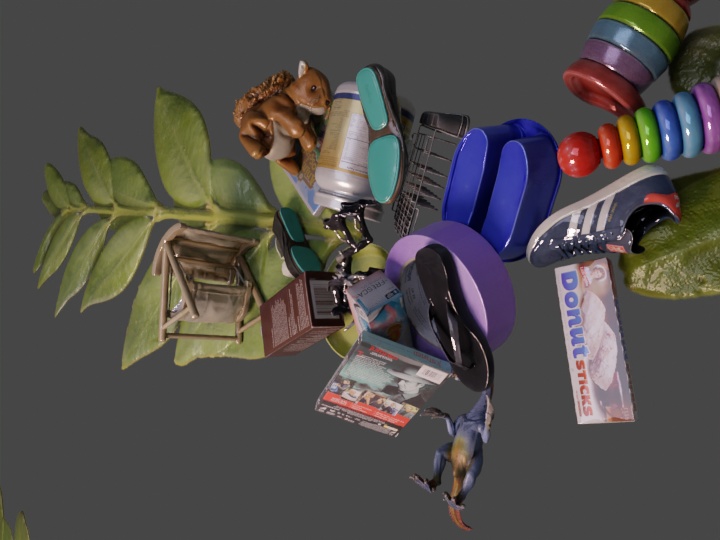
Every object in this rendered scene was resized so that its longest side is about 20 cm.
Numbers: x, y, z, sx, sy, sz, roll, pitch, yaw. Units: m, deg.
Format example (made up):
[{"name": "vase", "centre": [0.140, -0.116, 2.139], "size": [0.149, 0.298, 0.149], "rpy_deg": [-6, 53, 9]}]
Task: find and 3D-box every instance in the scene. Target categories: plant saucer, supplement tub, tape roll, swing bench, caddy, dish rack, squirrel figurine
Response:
[{"name": "plant saucer", "centre": [0.006, 0.055, 1.011], "size": [0.197, 0.031, 0.206], "rpy_deg": [-9, 77, 41]}, {"name": "supplement tub", "centre": [0.003, -0.195, 0.978], "size": [0.143, 0.143, 0.205], "rpy_deg": [19, 96, 41]}, {"name": "tape roll", "centre": [0.122, 0.036, 0.830], "size": [0.199, 0.065, 0.204], "rpy_deg": [34, 136, 40]}, {"name": "swing bench", "centre": [-0.301, 0.030, 1.173], "size": [0.128, 0.197, 0.204], "rpy_deg": [-29, 65, 33]}, {"name": "caddy", "centre": [0.200, -0.109, 0.816], "size": [0.141, 0.103, 0.205], "rpy_deg": [34, 121, 42]}, {"name": "dish rack", "centre": [0.100, -0.147, 0.904], "size": [0.154, 0.053, 0.205], "rpy_deg": [-103, 28, -74]}, {"name": "squirrel figurine", "centre": [-0.146, -0.317, 1.111], "size": [0.187, 0.140, 0.201], "rpy_deg": [-49, 57, 16]}]

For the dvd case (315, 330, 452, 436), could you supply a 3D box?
[{"name": "dvd case", "centre": [0.029, 0.176, 0.870], "size": [0.022, 0.143, 0.201], "rpy_deg": [-79, 14, -45]}]

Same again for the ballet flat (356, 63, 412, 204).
[{"name": "ballet flat", "centre": [0.044, -0.204, 0.869], "size": [0.067, 0.068, 0.206], "rpy_deg": [-2, 98, 41]}]

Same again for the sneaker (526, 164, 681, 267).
[{"name": "sneaker", "centre": [0.303, -0.045, 0.733], "size": [0.199, 0.074, 0.086], "rpy_deg": [-37, 49, 31]}]

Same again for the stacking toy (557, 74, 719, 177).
[{"name": "stacking toy", "centre": [0.335, -0.157, 0.691], "size": [0.196, 0.085, 0.088], "rpy_deg": [-14, 73, 23]}]

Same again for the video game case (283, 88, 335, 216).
[{"name": "video game case", "centre": [-0.081, -0.240, 1.140], "size": [0.183, 0.022, 0.202], "rpy_deg": [-50, 55, 24]}]

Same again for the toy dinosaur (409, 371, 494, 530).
[{"name": "toy dinosaur", "centre": [0.144, 0.236, 0.837], "size": [0.103, 0.202, 0.183], "rpy_deg": [19, 57, 30]}]

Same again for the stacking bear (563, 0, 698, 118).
[{"name": "stacking bear", "centre": [0.354, -0.304, 0.718], "size": [0.121, 0.113, 0.202], "rpy_deg": [43, 106, 36]}]

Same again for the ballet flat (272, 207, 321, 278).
[{"name": "ballet flat", "centre": [-0.126, -0.034, 1.125], "size": [0.069, 0.067, 0.202], "rpy_deg": [-54, 43, 32]}]

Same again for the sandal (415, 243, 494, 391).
[{"name": "sandal", "centre": [0.113, 0.068, 0.764], "size": [0.076, 0.042, 0.204], "rpy_deg": [-22, 92, 57]}]

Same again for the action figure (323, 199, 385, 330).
[{"name": "action figure", "centre": [0.000, 0.000, 0.909], "size": [0.100, 0.118, 0.205], "rpy_deg": [8, 115, 34]}]

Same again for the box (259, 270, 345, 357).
[{"name": "box", "centre": [-0.110, 0.083, 1.049], "size": [0.199, 0.074, 0.103], "rpy_deg": [-32, 62, 50]}]

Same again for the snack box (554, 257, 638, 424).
[{"name": "snack box", "centre": [0.302, 0.091, 0.750], "size": [0.071, 0.024, 0.205], "rpy_deg": [-15, 74, 38]}]

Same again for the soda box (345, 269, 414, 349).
[{"name": "soda box", "centre": [0.037, 0.101, 0.873], "size": [0.063, 0.203, 0.068], "rpy_deg": [-29, 44, -14]}]
